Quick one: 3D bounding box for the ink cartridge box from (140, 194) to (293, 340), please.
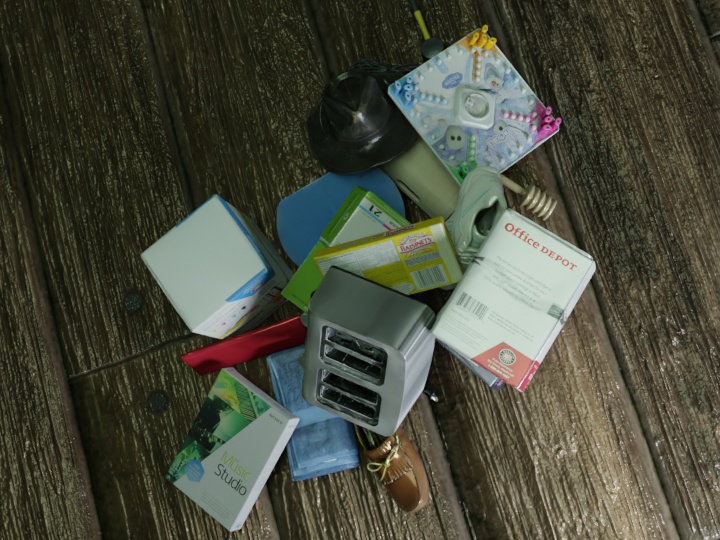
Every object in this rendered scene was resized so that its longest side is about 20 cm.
[{"bbox_3d":[-0.204,0.004,1.681,0.147,0.200,0.145,-39,76,4],"label":"ink cartridge box"}]

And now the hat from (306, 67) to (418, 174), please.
[{"bbox_3d":[-0.004,-0.245,1.659,0.198,0.081,0.203,-10,53,13],"label":"hat"}]

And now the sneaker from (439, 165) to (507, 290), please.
[{"bbox_3d":[0.152,-0.048,1.597,0.069,0.081,0.202,9,123,-19],"label":"sneaker"}]

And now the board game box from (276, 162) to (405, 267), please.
[{"bbox_3d":[-0.029,-0.082,1.716,0.198,0.039,0.159,-29,114,9],"label":"board game box"}]

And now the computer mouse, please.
[{"bbox_3d":[0.048,-0.231,1.744,0.138,0.046,0.203,1,77,9],"label":"computer mouse"}]

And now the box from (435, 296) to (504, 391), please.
[{"bbox_3d":[0.207,0.054,1.617,0.132,0.115,0.201,39,91,16],"label":"box"}]

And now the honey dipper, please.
[{"bbox_3d":[0.202,-0.144,1.656,0.199,0.038,0.038,34,89,-5],"label":"honey dipper"}]

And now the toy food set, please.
[{"bbox_3d":[0.136,-0.192,1.699,0.143,0.060,0.200,42,86,-1],"label":"toy food set"}]

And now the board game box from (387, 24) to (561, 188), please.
[{"bbox_3d":[0.172,-0.244,1.651,0.199,0.026,0.201,-35,83,-23],"label":"board game box"}]

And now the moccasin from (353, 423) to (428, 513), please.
[{"bbox_3d":[0.037,0.260,1.636,0.073,0.077,0.204,-29,75,26],"label":"moccasin"}]

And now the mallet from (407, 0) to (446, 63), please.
[{"bbox_3d":[0.090,-0.402,1.748,0.041,0.066,0.202,-22,76,6],"label":"mallet"}]

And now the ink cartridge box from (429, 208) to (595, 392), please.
[{"bbox_3d":[0.209,0.041,1.515,0.146,0.083,0.201,32,89,18],"label":"ink cartridge box"}]

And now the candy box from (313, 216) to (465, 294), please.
[{"bbox_3d":[0.041,-0.007,1.596,0.197,0.027,0.103,-14,119,19],"label":"candy box"}]

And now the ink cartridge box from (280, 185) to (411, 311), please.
[{"bbox_3d":[0.000,0.000,1.663,0.147,0.076,0.201,36,90,-19],"label":"ink cartridge box"}]

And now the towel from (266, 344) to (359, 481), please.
[{"bbox_3d":[-0.071,0.210,1.693,0.110,0.049,0.203,-15,77,10],"label":"towel"}]

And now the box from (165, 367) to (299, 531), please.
[{"bbox_3d":[-0.197,0.271,1.694,0.143,0.036,0.202,32,98,23],"label":"box"}]

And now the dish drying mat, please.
[{"bbox_3d":[-0.173,0.115,1.720,0.197,0.077,0.018,-18,61,10],"label":"dish drying mat"}]

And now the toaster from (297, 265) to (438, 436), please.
[{"bbox_3d":[0.013,0.117,1.574,0.198,0.183,0.119,22,43,16],"label":"toaster"}]
